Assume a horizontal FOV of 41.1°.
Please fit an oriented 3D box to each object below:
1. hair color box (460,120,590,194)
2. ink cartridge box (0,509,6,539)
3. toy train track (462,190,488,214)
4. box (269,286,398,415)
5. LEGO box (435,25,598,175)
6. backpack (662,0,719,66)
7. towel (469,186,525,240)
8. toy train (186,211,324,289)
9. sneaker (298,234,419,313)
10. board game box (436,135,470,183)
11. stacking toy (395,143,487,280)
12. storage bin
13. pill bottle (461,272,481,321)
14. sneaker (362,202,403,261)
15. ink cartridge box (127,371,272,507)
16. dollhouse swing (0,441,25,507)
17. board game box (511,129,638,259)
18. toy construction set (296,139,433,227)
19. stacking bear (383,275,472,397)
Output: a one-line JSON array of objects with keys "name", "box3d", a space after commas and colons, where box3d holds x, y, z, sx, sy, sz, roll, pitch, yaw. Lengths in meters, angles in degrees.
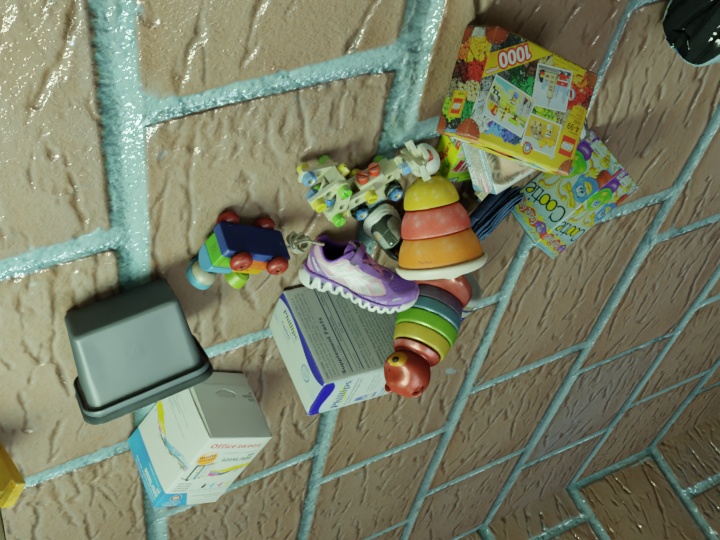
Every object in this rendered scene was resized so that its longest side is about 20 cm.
[{"name": "hair color box", "box3d": [0.248, -0.205, 1.443, 0.198, 0.060, 0.101, -31, 115, -21]}, {"name": "ink cartridge box", "box3d": [-0.621, 0.381, 1.320, 0.197, 0.076, 0.164, -24, 162, 17]}, {"name": "toy train track", "box3d": [0.192, -0.130, 1.558, 0.115, 0.032, 0.200, -48, 178, 6]}, {"name": "box", "box3d": [-0.028, 0.121, 1.631, 0.197, 0.186, 0.105, -10, 149, -31]}, {"name": "LEGO box", "box3d": [0.218, -0.234, 1.335, 0.197, 0.077, 0.152, 14, 94, -33]}, {"name": "backpack", "box3d": [0.554, -0.398, 1.448, 0.153, 0.164, 0.200, -16, 157, -51]}, {"name": "towel", "box3d": [0.192, -0.067, 1.619, 0.200, 0.048, 0.112, -48, 179, -7]}, {"name": "toy train", "box3d": [-0.156, -0.014, 1.428, 0.198, 0.086, 0.115, 7, 143, -48]}, {"name": "sneaker", "box3d": [0.000, 0.000, 1.515, 0.081, 0.197, 0.090, -60, 165, -57]}, {"name": "board game box", "box3d": [0.215, -0.204, 1.517, 0.197, 0.048, 0.102, -14, 146, -27]}, {"name": "stacking toy", "box3d": [0.114, -0.094, 1.471, 0.144, 0.145, 0.204, -14, 102, -27]}, {"name": "storage bin", "box3d": [-0.332, 0.103, 1.394, 0.197, 0.145, 0.136, -20, 121, -18]}, {"name": "pill bottle", "box3d": [0.121, 0.079, 1.772, 0.119, 0.121, 0.201, 6, 133, -47]}, {"name": "sneaker", "box3d": [0.072, -0.040, 1.595, 0.074, 0.080, 0.199, -41, 150, 13]}, {"name": "ink cartridge box", "box3d": [-0.283, 0.295, 1.688, 0.146, 0.146, 0.201, 8, 131, -47]}, {"name": "dollhouse swing", "box3d": [-0.642, 0.357, 1.438, 0.198, 0.181, 0.179, 2, 115, -44]}, {"name": "board game box", "box3d": [0.378, -0.133, 1.716, 0.199, 0.104, 0.104, -41, 149, 15]}, {"name": "toy construction set", "box3d": [0.009, -0.135, 1.397, 0.196, 0.093, 0.132, -17, 149, -3]}, {"name": "stacking bear", "box3d": [0.099, 0.109, 1.556, 0.114, 0.120, 0.202, 52, 55, -48]}]
